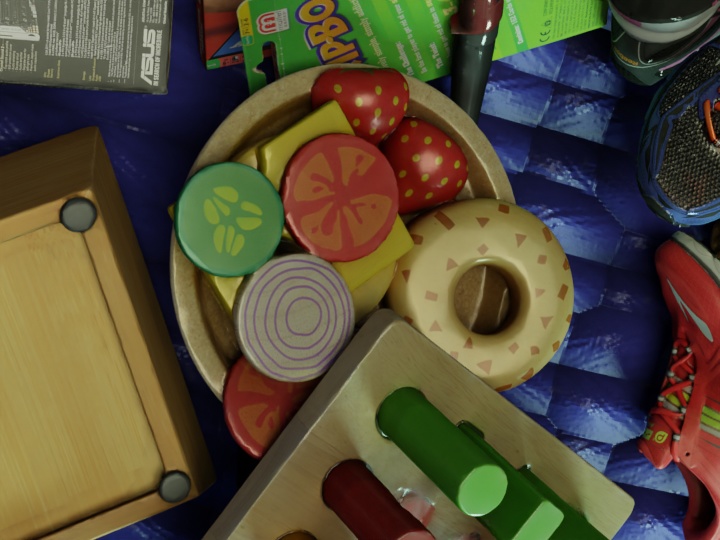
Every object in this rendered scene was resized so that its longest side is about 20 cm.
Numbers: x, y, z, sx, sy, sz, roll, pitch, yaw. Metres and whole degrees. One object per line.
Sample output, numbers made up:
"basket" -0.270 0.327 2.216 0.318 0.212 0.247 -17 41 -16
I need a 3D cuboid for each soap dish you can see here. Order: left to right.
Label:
"soap dish" -0.168 0.051 0.736 0.156 0.081 0.201 -20 108 -12

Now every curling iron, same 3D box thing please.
"curling iron" 0.052 -0.120 0.736 0.025 0.201 0.050 29 61 15

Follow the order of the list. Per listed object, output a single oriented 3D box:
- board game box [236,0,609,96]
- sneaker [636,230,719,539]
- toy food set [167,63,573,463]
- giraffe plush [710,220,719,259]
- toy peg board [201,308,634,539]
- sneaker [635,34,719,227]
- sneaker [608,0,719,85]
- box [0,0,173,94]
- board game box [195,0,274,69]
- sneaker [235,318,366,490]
"board game box" 0.034 -0.135 0.755 0.199 0.030 0.096 -20 147 -11
"sneaker" 0.196 0.078 0.860 0.084 0.077 0.201 -20 107 -6
"toy food set" 0.000 0.000 0.737 0.197 0.049 0.201 -36 106 -19
"giraffe plush" 0.272 -0.034 0.819 0.161 0.200 0.174 -19 100 6
"toy peg board" 0.035 0.161 0.715 0.200 0.098 0.200 38 90 -33
"sneaker" 0.209 -0.105 0.734 0.075 0.078 0.200 41 90 3
"sneaker" 0.192 -0.177 0.808 0.200 0.087 0.080 -40 70 -21
"box" -0.163 -0.187 0.702 0.156 0.050 0.202 1 101 -17
"board game box" 0.014 -0.162 0.747 0.198 0.020 0.103 -15 144 -13
"sneaker" -0.001 0.073 0.795 0.114 0.076 0.202 4 98 -16
